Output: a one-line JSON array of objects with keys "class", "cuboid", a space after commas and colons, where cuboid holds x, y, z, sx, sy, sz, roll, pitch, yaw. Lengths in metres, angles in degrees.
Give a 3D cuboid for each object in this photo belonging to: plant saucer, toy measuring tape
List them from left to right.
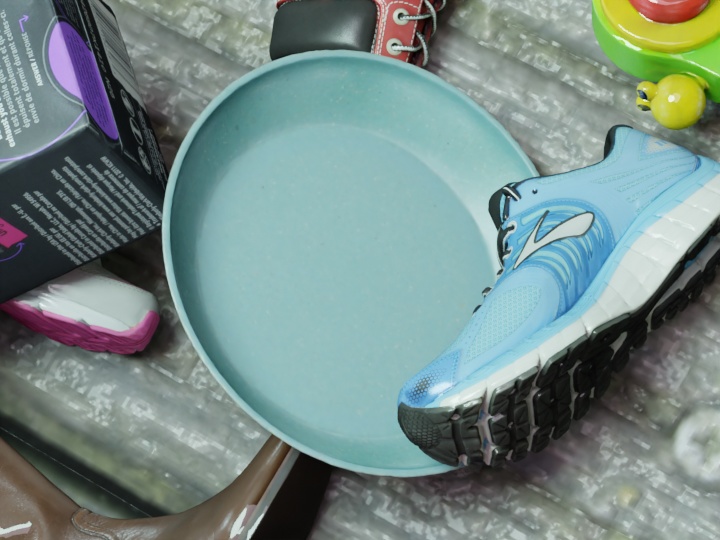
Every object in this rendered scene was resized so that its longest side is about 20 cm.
[{"class": "plant saucer", "cuboid": [0.000, 0.000, 1.191, 0.199, 0.036, 0.201, 9, 67, -22]}, {"class": "toy measuring tape", "cuboid": [0.143, -0.157, 1.234, 0.073, 0.074, 0.201, 1, 67, 12]}]

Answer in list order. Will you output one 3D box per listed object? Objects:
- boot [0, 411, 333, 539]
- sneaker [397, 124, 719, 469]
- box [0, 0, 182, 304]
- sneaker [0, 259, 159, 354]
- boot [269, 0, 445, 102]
[{"class": "boot", "cuboid": [-0.131, 0.099, 1.218, 0.200, 0.064, 0.187, 32, 84, 23]}, {"class": "sneaker", "cuboid": [0.081, 0.008, 1.177, 0.090, 0.078, 0.200, 38, 60, 21]}, {"class": "box", "cuboid": [-0.199, -0.049, 1.169, 0.200, 0.106, 0.123, -24, 62, 9]}, {"class": "sneaker", "cuboid": [-0.168, -0.035, 1.252, 0.200, 0.081, 0.088, 34, 85, 18]}, {"class": "boot", "cuboid": [0.051, -0.152, 1.249, 0.199, 0.072, 0.145, -8, 73, 18]}]
